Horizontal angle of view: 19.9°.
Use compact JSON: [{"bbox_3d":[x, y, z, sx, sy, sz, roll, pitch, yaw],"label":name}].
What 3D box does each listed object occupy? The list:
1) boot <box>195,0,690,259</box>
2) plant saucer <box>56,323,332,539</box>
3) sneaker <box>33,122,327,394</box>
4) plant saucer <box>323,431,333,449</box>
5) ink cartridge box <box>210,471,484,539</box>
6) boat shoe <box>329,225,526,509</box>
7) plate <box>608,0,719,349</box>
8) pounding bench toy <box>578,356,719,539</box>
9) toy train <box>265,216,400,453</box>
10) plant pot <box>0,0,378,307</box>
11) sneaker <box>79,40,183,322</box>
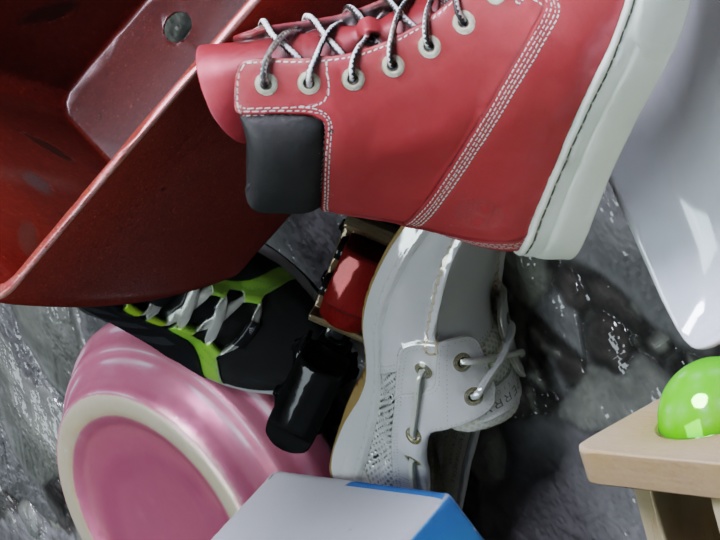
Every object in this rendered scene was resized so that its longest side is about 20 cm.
[{"bbox_3d":[0.024,-0.088,0.669,0.072,0.144,0.200,-91,13,-45],"label":"boot"},{"bbox_3d":[-0.087,0.118,1.045,0.200,0.051,0.201,25,130,33],"label":"plant saucer"},{"bbox_3d":[-0.102,0.006,0.926,0.200,0.083,0.072,30,109,-9],"label":"sneaker"},{"bbox_3d":[-0.067,0.113,1.088,0.200,0.037,0.201,26,132,33],"label":"plant saucer"},{"bbox_3d":[0.028,0.193,0.924,0.146,0.084,0.200,-3,127,56],"label":"ink cartridge box"},{"bbox_3d":[0.042,0.038,0.879,0.069,0.071,0.200,36,140,23],"label":"boat shoe"},{"bbox_3d":[0.131,-0.095,0.671,0.200,0.032,0.200,-39,71,57],"label":"plate"},{"bbox_3d":[0.148,0.093,0.704,0.200,0.124,0.156,-1,110,55],"label":"pounding bench toy"},{"bbox_3d":[0.000,0.000,0.883,0.034,0.046,0.200,25,120,4],"label":"toy train"},{"bbox_3d":[-0.092,-0.103,0.831,0.200,0.200,0.176,45,-172,26],"label":"plant pot"},{"bbox_3d":[-0.113,-0.044,1.045,0.104,0.060,0.200,33,140,33],"label":"sneaker"}]
